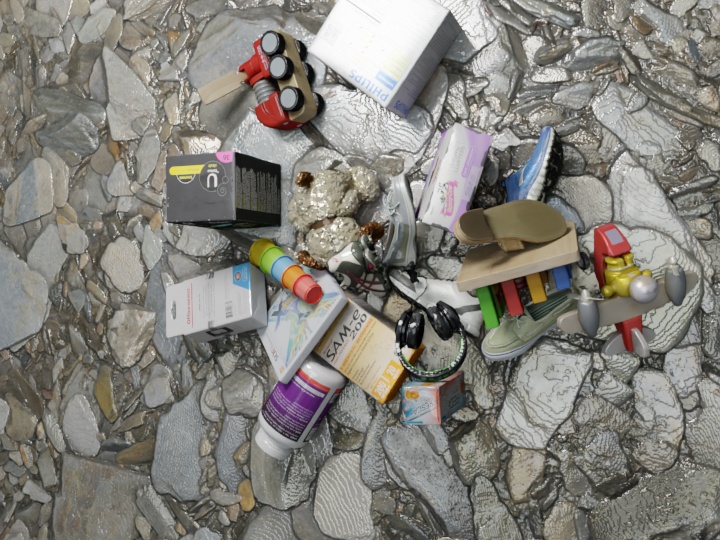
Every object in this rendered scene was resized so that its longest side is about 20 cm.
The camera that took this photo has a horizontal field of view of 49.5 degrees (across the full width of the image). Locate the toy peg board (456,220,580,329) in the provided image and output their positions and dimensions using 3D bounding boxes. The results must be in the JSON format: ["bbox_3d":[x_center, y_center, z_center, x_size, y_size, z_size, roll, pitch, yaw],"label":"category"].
[{"bbox_3d":[0.278,0.010,1.321,0.196,0.200,0.099,-16,103,18],"label":"toy peg board"}]

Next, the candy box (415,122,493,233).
[{"bbox_3d":[0.156,-0.156,1.347,0.071,0.200,0.170,19,96,-2],"label":"candy box"}]

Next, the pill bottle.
[{"bbox_3d":[-0.120,0.256,1.493,0.112,0.112,0.201,35,100,16],"label":"pill bottle"}]

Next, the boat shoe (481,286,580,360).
[{"bbox_3d":[0.293,0.085,1.364,0.199,0.062,0.072,-33,46,10],"label":"boat shoe"}]

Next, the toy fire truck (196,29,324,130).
[{"bbox_3d":[-0.200,-0.351,1.532,0.198,0.128,0.178,-23,82,30],"label":"toy fire truck"}]

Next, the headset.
[{"bbox_3d":[0.112,0.087,1.341,0.122,0.094,0.202,-15,59,4],"label":"headset"}]

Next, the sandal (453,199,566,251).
[{"bbox_3d":[0.235,-0.065,1.289,0.070,0.209,0.079,-49,51,56],"label":"sandal"}]

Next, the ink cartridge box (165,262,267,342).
[{"bbox_3d":[-0.289,0.070,1.564,0.197,0.067,0.118,-15,66,19],"label":"ink cartridge box"}]

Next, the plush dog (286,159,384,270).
[{"bbox_3d":[-0.054,-0.092,1.445,0.198,0.160,0.174,-23,79,17],"label":"plush dog"}]

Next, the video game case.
[{"bbox_3d":[-0.116,0.084,1.483,0.201,0.022,0.183,-53,34,11],"label":"video game case"}]

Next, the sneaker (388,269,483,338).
[{"bbox_3d":[0.144,0.045,1.432,0.198,0.074,0.081,29,84,13],"label":"sneaker"}]

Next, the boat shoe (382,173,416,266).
[{"bbox_3d":[0.066,-0.083,1.397,0.064,0.204,0.075,-5,48,1],"label":"boat shoe"}]

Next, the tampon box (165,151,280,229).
[{"bbox_3d":[-0.258,-0.150,1.499,0.147,0.200,0.129,-1,89,19],"label":"tampon box"}]

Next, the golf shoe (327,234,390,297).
[{"bbox_3d":[0.000,0.000,1.407,0.087,0.200,0.078,-22,64,4],"label":"golf shoe"}]

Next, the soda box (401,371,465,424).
[{"bbox_3d":[0.130,0.219,1.357,0.067,0.200,0.065,-3,89,20],"label":"soda box"}]

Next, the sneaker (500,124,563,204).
[{"bbox_3d":[0.290,-0.163,1.366,0.088,0.078,0.202,19,82,32],"label":"sneaker"}]

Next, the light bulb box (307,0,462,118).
[{"bbox_3d":[0.046,-0.423,1.433,0.197,0.125,0.201,38,102,15],"label":"light bulb box"}]

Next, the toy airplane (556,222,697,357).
[{"bbox_3d":[0.439,0.047,1.277,0.197,0.141,0.202,29,81,-7],"label":"toy airplane"}]

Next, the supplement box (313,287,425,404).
[{"bbox_3d":[0.005,0.138,1.470,0.199,0.073,0.127,34,100,17],"label":"supplement box"}]

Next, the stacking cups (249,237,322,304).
[{"bbox_3d":[-0.140,-0.001,1.483,0.199,0.060,0.061,33,102,47],"label":"stacking cups"}]
